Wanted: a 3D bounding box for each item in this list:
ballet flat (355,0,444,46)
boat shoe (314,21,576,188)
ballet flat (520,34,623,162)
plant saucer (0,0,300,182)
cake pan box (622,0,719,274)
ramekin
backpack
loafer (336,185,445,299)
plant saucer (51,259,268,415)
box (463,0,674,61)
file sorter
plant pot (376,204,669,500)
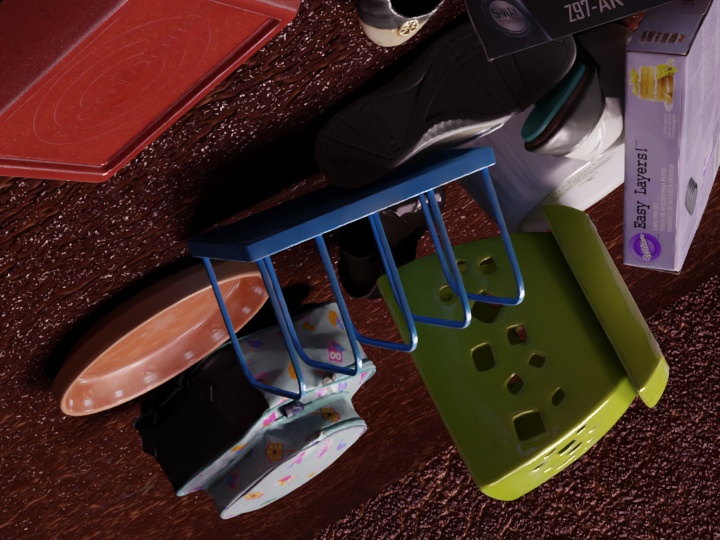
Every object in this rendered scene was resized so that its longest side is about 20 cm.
[{"bbox_3d":[0.048,-0.187,1.040,0.066,0.057,0.200,-24,164,-31],"label":"ballet flat"},{"bbox_3d":[0.060,-0.122,1.281,0.201,0.075,0.065,-32,179,5],"label":"boat shoe"},{"bbox_3d":[0.161,-0.125,1.324,0.068,0.068,0.200,-46,-166,24],"label":"ballet flat"},{"bbox_3d":[-0.131,-0.109,0.942,0.199,0.037,0.200,-38,165,19],"label":"plant saucer"},{"bbox_3d":[0.248,-0.127,1.389,0.200,0.052,0.185,-57,151,-52],"label":"cake pan box"},{"bbox_3d":[0.173,-0.111,1.524,0.202,0.095,0.202,-32,167,-8],"label":"ramekin"},{"bbox_3d":[-0.080,0.122,1.640,0.200,0.154,0.176,-34,171,-45],"label":"backpack"},{"bbox_3d":[0.008,-0.034,1.489,0.071,0.073,0.200,-16,156,-23],"label":"loafer"},{"bbox_3d":[-0.162,0.049,1.441,0.200,0.032,0.200,-32,168,-8],"label":"plant saucer"},{"bbox_3d":[0.171,-0.198,1.036,0.199,0.044,0.160,-15,-157,27],"label":"box"},{"bbox_3d":[0.000,0.000,1.312,0.199,0.123,0.139,-22,-170,-21],"label":"file sorter"},{"bbox_3d":[0.149,0.063,1.501,0.181,0.200,0.200,-29,166,6],"label":"plant pot"}]
